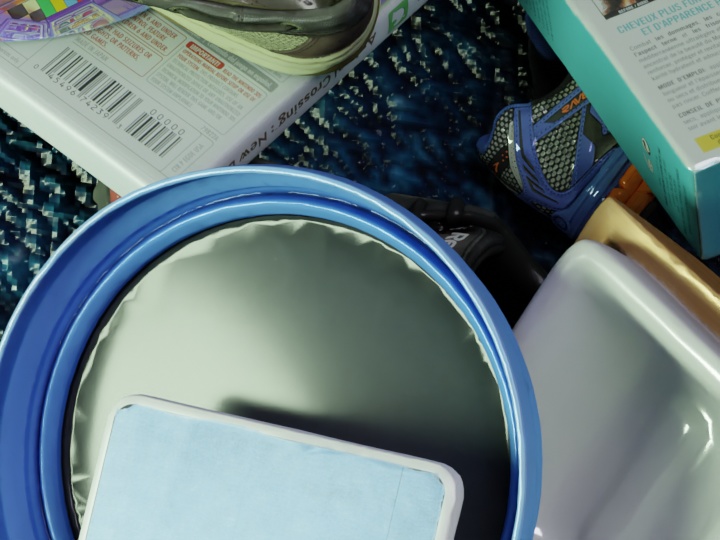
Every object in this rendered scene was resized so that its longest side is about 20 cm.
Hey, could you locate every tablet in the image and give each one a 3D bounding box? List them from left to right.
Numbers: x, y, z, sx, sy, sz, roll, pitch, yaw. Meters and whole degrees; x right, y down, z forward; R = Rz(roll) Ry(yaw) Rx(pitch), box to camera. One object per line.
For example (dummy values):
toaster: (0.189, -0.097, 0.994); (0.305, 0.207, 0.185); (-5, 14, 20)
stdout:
tablet: (-0.046, 0.148, 0.909); (0.130, 0.014, 0.200); (11, 85, 23)

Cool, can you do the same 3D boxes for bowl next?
bowl: (-0.033, 0.065, 0.945); (0.201, 0.039, 0.201); (0, 89, 22)

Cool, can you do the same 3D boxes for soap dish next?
soap dish: (0.117, 0.097, 0.931); (0.081, 0.157, 0.200); (1, 37, -51)

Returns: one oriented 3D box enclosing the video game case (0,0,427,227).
video game case: (-0.084, -0.127, 1.052); (0.200, 0.022, 0.182); (35, 61, 20)

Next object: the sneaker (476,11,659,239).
sneaker: (0.108, -0.102, 1.107); (0.078, 0.075, 0.200); (26, 61, -2)

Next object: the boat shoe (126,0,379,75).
boat shoe: (-0.086, -0.129, 0.978); (0.201, 0.066, 0.072); (22, 77, -1)

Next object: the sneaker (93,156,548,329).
sneaker: (0.000, 0.000, 1.015); (0.200, 0.098, 0.071); (28, 64, -3)

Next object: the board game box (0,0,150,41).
board game box: (-0.134, -0.175, 1.043); (0.158, 0.039, 0.200); (14, 55, 6)

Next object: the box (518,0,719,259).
box: (0.114, -0.097, 1.028); (0.082, 0.049, 0.200); (-22, 48, -8)
